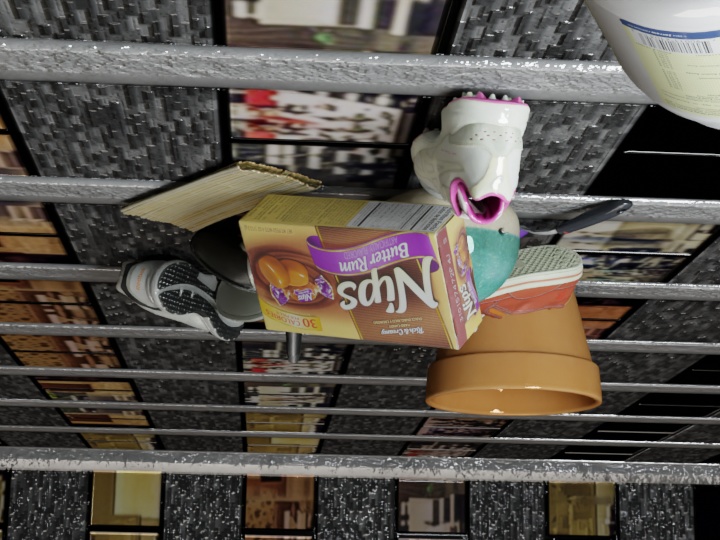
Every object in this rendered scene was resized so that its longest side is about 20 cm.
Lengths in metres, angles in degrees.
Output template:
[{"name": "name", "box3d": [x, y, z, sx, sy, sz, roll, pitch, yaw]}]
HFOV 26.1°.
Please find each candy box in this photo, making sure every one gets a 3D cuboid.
[{"name": "candy box", "box3d": [0.000, 0.000, 1.366, 0.200, 0.117, 0.056, 6, -147, 30]}]

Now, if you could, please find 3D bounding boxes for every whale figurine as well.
[{"name": "whale figurine", "box3d": [0.054, -0.016, 1.445, 0.200, 0.104, 0.159, -4, 171, 43]}]

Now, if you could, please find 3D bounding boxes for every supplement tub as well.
[{"name": "supplement tub", "box3d": [0.183, -0.157, 0.776, 0.145, 0.145, 0.200, -4, 166, 20]}]

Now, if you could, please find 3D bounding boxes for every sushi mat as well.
[{"name": "sushi mat", "box3d": [-0.132, -0.068, 1.444, 0.096, 0.012, 0.200, 13, 162, -38]}]

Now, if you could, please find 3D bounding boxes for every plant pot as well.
[{"name": "plant pot", "box3d": [0.173, 0.083, 1.771, 0.200, 0.140, 0.200, 1, 165, 0]}]

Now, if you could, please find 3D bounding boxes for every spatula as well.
[{"name": "spatula", "box3d": [0.181, -0.041, 1.509, 0.200, 0.021, 0.056, -14, 166, 43]}]

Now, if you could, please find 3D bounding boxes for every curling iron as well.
[{"name": "curling iron", "box3d": [-0.071, 0.014, 1.501, 0.026, 0.050, 0.200, 29, 141, 27]}]

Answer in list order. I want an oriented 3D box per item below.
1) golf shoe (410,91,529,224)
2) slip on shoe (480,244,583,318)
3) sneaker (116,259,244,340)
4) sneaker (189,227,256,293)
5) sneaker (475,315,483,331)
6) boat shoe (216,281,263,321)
[{"name": "golf shoe", "box3d": [0.082, -0.075, 1.240, 0.075, 0.092, 0.200, 2, 168, -6]}, {"name": "slip on shoe", "box3d": [0.123, 0.021, 1.518, 0.200, 0.061, 0.074, -7, -147, -20]}, {"name": "sneaker", "box3d": [-0.194, 0.025, 1.743, 0.080, 0.074, 0.200, 10, 168, 31]}, {"name": "sneaker", "box3d": [-0.069, -0.016, 1.552, 0.200, 0.074, 0.089, 21, 122, 0]}, {"name": "sneaker", "box3d": [0.110, 0.027, 1.625, 0.075, 0.105, 0.200, -12, 162, 36]}, {"name": "boat shoe", "box3d": [-0.073, 0.018, 1.669, 0.200, 0.073, 0.062, -17, 154, 39]}]
